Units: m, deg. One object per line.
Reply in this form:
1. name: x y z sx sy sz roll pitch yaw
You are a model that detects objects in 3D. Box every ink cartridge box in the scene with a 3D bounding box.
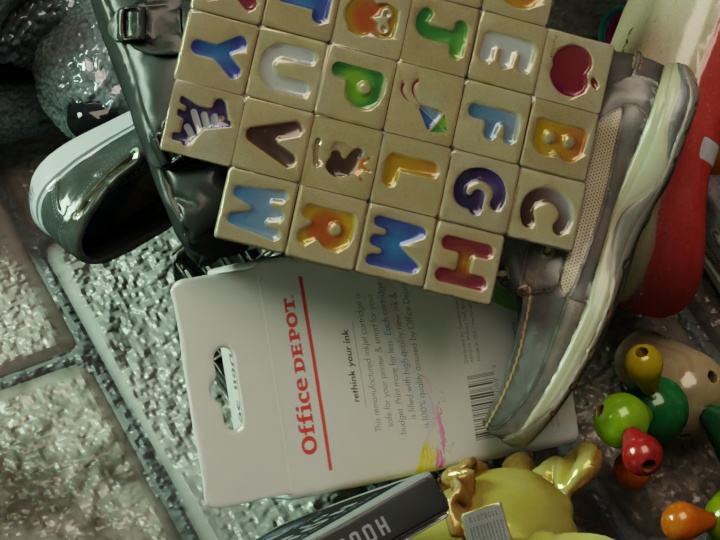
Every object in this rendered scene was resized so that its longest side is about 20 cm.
1. ink cartridge box: -0.002 0.044 1.357 0.199 0.067 0.117 -9 91 -24

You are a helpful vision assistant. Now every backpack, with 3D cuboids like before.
1. backpack: -0.010 -0.096 1.342 0.200 0.154 0.163 -22 73 -1

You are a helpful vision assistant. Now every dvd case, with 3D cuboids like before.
1. dvd case: -0.059 0.146 1.263 0.150 0.200 0.025 -28 88 -24

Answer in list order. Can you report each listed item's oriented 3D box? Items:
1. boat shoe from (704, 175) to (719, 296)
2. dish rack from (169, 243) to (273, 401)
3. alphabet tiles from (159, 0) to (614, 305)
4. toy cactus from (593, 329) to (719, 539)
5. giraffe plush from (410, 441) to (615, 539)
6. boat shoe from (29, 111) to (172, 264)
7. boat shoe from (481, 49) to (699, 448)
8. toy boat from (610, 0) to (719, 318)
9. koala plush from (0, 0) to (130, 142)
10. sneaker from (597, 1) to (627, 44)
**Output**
1. boat shoe: 0.220 -0.021 1.492 0.074 0.065 0.202 -29 58 -24
2. dish rack: 0.000 0.000 1.426 0.200 0.055 0.154 -38 100 -21
3. alphabet tiles: 0.014 -0.080 1.281 0.199 0.006 0.167 14 83 -12
4. toy cactus: 0.181 0.070 1.388 0.200 0.103 0.165 1 24 -30
5. giraffe plush: 0.062 0.161 1.292 0.172 0.201 0.162 0 22 -2
6. boat shoe: -0.074 -0.067 1.420 0.200 0.069 0.057 -33 43 -7
7. boat shoe: 0.096 -0.014 1.336 0.073 0.074 0.200 23 85 7
8. toy boat: 0.186 -0.068 1.438 0.130 0.131 0.200 22 81 -6
9. koala plush: -0.148 -0.119 1.482 0.199 0.178 0.184 10 36 8
10. sneaker: 0.186 -0.158 1.594 0.120 0.084 0.200 -8 53 -23
